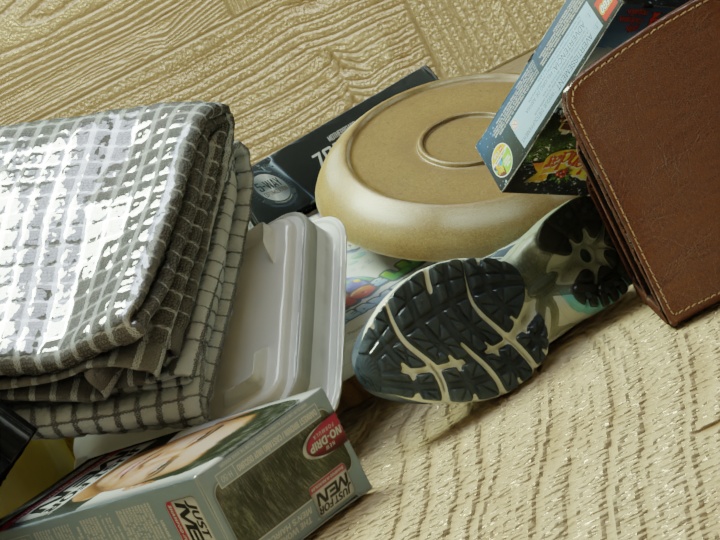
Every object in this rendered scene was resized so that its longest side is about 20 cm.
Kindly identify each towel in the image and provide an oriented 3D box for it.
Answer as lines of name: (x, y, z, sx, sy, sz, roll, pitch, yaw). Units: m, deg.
towel: (-0.157, -0.004, 1.186, 0.165, 0.086, 0.201, -5, 47, 18)

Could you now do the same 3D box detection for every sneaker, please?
sneaker: (0.066, 0.032, 1.168, 0.199, 0.078, 0.086, -24, -8, -40)

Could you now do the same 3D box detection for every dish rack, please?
dish rack: (-0.095, 0.057, 1.226, 0.200, 0.043, 0.172, -32, 38, 30)

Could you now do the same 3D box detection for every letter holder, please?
letter holder: (0.210, -0.084, 1.107, 0.199, 0.143, 0.101, -27, 7, 3)

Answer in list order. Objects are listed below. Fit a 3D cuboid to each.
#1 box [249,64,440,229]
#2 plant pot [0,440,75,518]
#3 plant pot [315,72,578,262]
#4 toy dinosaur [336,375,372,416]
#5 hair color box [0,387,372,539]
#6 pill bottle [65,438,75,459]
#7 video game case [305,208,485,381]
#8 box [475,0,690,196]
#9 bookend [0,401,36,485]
box: (-0.017, -0.049, 1.479, 0.160, 0.044, 0.200, -32, -13, -13)
plant pot: (-0.269, 0.097, 1.284, 0.201, 0.189, 0.201, -40, -1, -1)
plant pot: (0.068, -0.071, 1.310, 0.199, 0.028, 0.200, -7, 32, 5)
toy dinosaur: (0.002, 0.056, 1.291, 0.106, 0.061, 0.200, 8, 38, 46)
hair color box: (-0.100, 0.124, 1.090, 0.199, 0.061, 0.099, -19, 10, 45)
pill bottle: (-0.194, 0.089, 1.412, 0.199, 0.112, 0.112, -29, 5, 28)
video game case: (0.000, 0.000, 1.304, 0.199, 0.024, 0.182, -30, 28, -19)
box: (0.178, -0.100, 1.177, 0.199, 0.038, 0.137, 0, -44, -34)
bookend: (-0.274, 0.156, 1.056, 0.199, 0.092, 0.200, -54, 1, 15)
